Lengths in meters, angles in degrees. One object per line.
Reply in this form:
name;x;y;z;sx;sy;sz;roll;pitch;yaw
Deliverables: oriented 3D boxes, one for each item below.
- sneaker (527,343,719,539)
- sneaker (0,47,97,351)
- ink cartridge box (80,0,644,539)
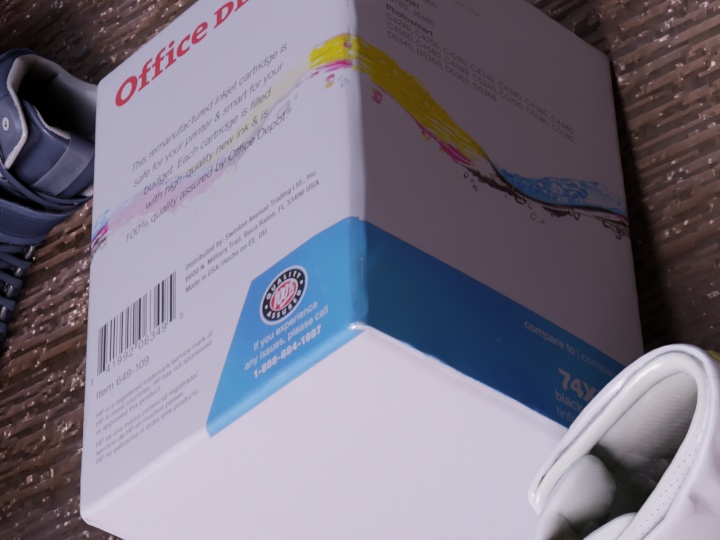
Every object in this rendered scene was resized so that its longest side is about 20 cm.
sneaker;0.084;0.112;0.925;0.074;0.115;0.201;40;107;46
sneaker;-0.170;-0.004;1.281;0.146;0.077;0.203;-22;59;45
ink cartridge box;0.000;0.000;1.013;0.147;0.146;0.201;-35;42;35
